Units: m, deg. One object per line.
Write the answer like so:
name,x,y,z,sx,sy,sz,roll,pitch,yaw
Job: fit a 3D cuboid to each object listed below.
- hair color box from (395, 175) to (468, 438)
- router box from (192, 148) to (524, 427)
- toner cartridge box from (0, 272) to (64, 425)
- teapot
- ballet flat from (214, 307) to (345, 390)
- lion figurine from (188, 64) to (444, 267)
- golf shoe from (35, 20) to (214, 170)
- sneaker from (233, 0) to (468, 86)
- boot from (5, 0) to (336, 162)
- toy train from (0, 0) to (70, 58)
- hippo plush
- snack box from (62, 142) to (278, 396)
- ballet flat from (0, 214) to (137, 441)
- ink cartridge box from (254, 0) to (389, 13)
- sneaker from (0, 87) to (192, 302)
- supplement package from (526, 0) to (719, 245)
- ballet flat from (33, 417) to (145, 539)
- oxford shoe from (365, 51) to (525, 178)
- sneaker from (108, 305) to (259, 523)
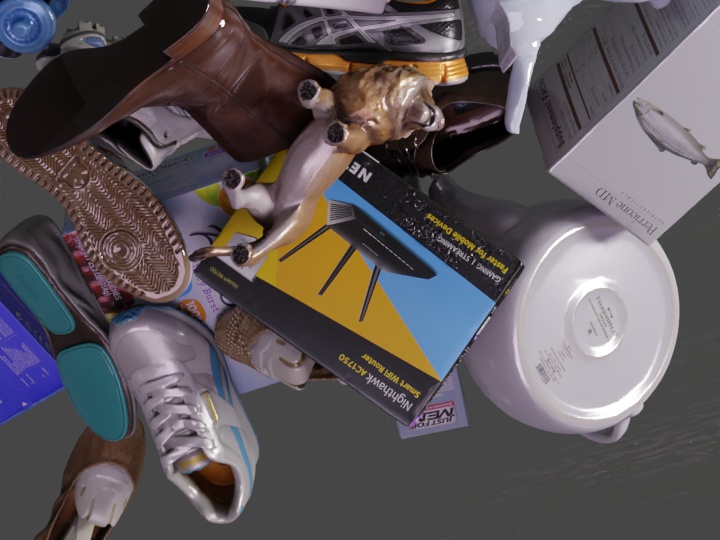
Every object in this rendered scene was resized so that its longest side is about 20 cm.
hair color box,0.038,0.025,1.667,0.060,0.099,0.200,-11,124,2
router box,0.000,0.000,1.544,0.200,0.051,0.149,35,90,9
toner cartridge box,-0.328,0.035,1.680,0.095,0.043,0.200,-29,121,15
teapot,0.149,0.035,1.661,0.197,0.146,0.201,8,91,-33
ballet flat,-0.024,0.061,1.599,0.200,0.065,0.071,-2,125,16
lion figurine,-0.033,-0.074,1.485,0.200,0.122,0.073,-42,77,14
golf shoe,-0.149,-0.110,1.542,0.200,0.097,0.078,11,147,-37
sneaker,-0.017,-0.183,1.549,0.199,0.078,0.077,5,97,-3
boot,-0.127,-0.109,1.467,0.186,0.064,0.200,-31,154,14
toy train,-0.244,-0.246,1.479,0.114,0.087,0.200,26,120,-10
hippo plush,0.147,-0.237,1.459,0.160,0.200,0.159,-16,146,-3
snack box,-0.121,0.006,1.661,0.168,0.068,0.200,-17,125,8
ballet flat,-0.223,0.043,1.672,0.067,0.064,0.200,-10,118,34
ink cartridge box,-0.063,-0.266,1.429,0.200,0.084,0.146,2,120,-32
sneaker,-0.195,-0.062,1.567,0.071,0.112,0.200,-42,92,8
supplement package,0.238,-0.141,1.561,0.117,0.117,0.200,33,116,-27
ballet flat,-0.237,0.212,1.788,0.068,0.072,0.200,22,119,-18
oxford shoe,0.031,-0.103,1.592,0.200,0.085,0.073,-22,124,12
sneaker,-0.137,0.112,1.646,0.076,0.081,0.200,-20,122,16
